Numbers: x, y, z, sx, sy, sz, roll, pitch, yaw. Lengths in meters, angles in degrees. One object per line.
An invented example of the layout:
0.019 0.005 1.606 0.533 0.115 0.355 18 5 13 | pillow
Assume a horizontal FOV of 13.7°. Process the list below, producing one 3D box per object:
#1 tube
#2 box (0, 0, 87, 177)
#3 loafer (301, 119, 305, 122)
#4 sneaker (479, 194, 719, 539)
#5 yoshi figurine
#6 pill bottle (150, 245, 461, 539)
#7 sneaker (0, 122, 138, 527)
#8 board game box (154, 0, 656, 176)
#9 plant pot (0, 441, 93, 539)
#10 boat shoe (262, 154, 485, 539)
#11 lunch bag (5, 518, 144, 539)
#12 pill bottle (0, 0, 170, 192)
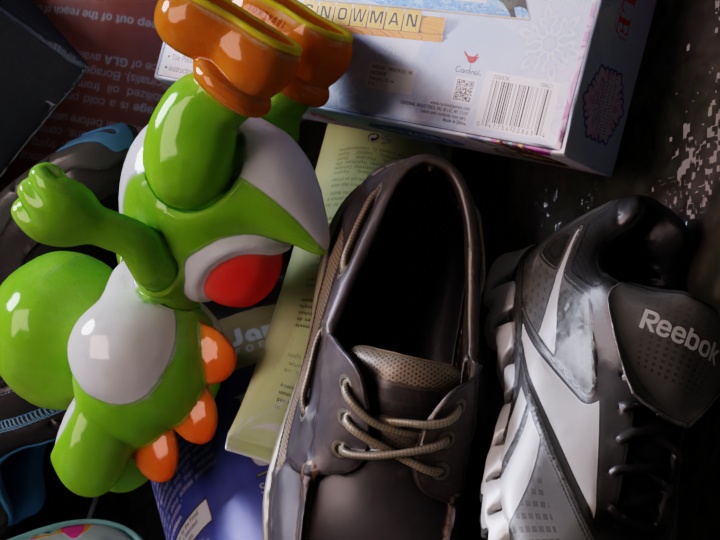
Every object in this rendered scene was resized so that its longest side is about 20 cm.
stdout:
0.000 0.000 1.164 0.058 0.052 0.201 -9 48 23 | tube
-0.238 -0.066 1.273 0.199 0.123 0.200 -52 25 3 | box
-0.007 -0.135 1.257 0.200 0.070 0.070 -46 51 27 | loafer
0.089 0.050 1.044 0.090 0.066 0.201 -42 35 36 | sneaker
-0.085 -0.016 1.130 0.201 0.112 0.112 -67 21 15 | yoshi figurine
-0.030 0.073 1.192 0.112 0.111 0.201 -51 43 36 | pill bottle
-0.128 0.022 1.254 0.082 0.073 0.200 45 129 16 | sneaker
0.031 -0.151 1.154 0.199 0.041 0.201 13 87 36 | board game box
-0.241 0.148 1.351 0.177 0.199 0.200 -84 14 -76 | plant pot
0.006 0.049 1.071 0.073 0.074 0.201 104 170 -69 | boat shoe
-0.132 0.197 1.168 0.200 0.160 0.077 -115 13 -47 | lunch bag
-0.109 -0.048 1.344 0.112 0.112 0.201 8 88 57 | pill bottle
